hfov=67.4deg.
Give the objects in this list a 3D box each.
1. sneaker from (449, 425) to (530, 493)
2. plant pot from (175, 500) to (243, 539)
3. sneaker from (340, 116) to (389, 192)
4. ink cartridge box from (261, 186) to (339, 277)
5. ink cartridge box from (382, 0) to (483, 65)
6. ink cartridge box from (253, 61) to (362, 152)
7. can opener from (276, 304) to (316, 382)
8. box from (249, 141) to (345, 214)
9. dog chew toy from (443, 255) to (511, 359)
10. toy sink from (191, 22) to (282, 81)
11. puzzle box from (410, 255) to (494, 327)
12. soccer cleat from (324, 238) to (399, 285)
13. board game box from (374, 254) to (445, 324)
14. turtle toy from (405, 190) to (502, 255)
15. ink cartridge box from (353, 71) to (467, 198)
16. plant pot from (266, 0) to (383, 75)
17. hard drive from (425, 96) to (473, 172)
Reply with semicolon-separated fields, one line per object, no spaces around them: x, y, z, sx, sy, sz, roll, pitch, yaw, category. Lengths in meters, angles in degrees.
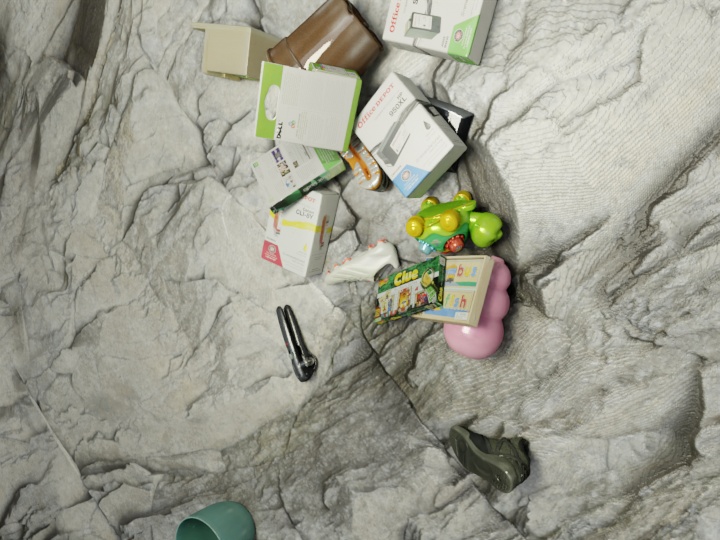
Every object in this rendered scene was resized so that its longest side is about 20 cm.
0.279;0.383;1.140;0.198;0.112;0.079;18;113;55;sneaker
-0.394;0.751;1.520;0.195;0.160;0.208;5;100;28;plant pot
0.007;-0.255;1.205;0.077;0.077;0.205;-30;64;25;sneaker
-0.148;-0.108;1.305;0.142;0.083;0.206;21;107;25;ink cartridge box
0.156;-0.510;1.073;0.196;0.083;0.150;22;107;25;ink cartridge box
-0.109;-0.333;1.076;0.076;0.194;0.151;-111;31;-56;ink cartridge box
-0.170;0.185;1.370;0.077;0.063;0.205;-23;86;30;can opener
-0.147;-0.241;1.246;0.197;0.036;0.147;-31;62;5;box
0.243;0.071;1.088;0.122;0.124;0.206;21;100;25;dog chew toy
-0.305;-0.523;1.312;0.195;0.129;0.116;17;105;26;toy sink
0.179;0.038;1.084;0.198;0.025;0.137;-2;69;62;puzzle box
0.000;0.000;1.246;0.197;0.069;0.079;-28;86;27;soccer cleat
0.103;0.045;1.154;0.198;0.023;0.108;-25;48;48;board game box
0.188;-0.089;1.094;0.195;0.146;0.104;-6;115;29;turtle toy
0.094;-0.271;1.093;0.145;0.084;0.202;-45;74;28;ink cartridge box
-0.066;-0.464;1.159;0.197;0.199;0.203;-39;78;19;plant pot
0.128;-0.297;1.143;0.196;0.042;0.139;25;108;25;hard drive
